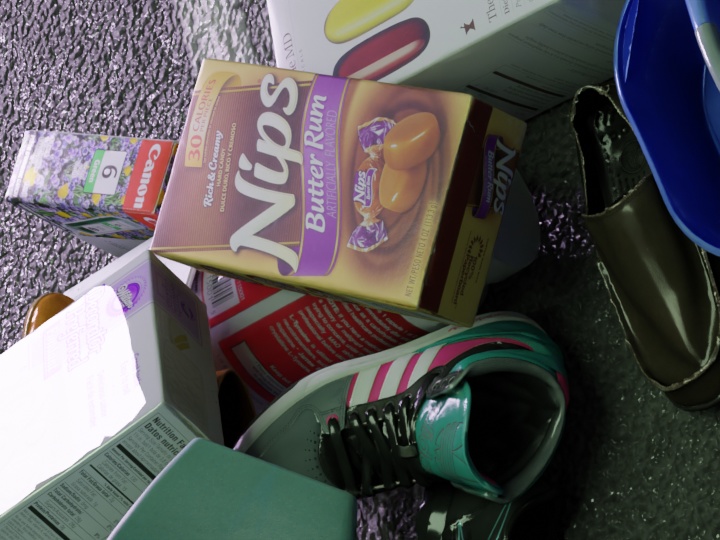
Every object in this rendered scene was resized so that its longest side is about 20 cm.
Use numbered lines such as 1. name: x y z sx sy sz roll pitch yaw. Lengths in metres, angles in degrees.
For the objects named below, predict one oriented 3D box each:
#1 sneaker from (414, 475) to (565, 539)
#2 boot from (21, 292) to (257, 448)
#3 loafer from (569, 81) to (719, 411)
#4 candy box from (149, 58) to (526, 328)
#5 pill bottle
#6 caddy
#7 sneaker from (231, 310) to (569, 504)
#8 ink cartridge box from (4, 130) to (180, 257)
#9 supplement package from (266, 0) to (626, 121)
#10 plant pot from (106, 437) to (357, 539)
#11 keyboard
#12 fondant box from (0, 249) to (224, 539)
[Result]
1. sneaker: 0.064 0.201 1.640 0.079 0.075 0.201 1 80 39
2. boot: -0.120 0.081 1.729 0.144 0.071 0.202 -32 61 37
3. loafer: 0.150 -0.016 1.621 0.073 0.071 0.201 -35 58 30
4. candy box: -0.015 -0.044 1.635 0.199 0.056 0.117 10 83 41
5. pill bottle: 0.000 0.000 1.720 0.200 0.112 0.113 -28 62 32
6. caddy: 0.212 -0.093 1.563 0.141 0.105 0.201 -37 57 27
7. sneaker: 0.029 0.092 1.618 0.199 0.084 0.121 -26 17 -9
8. ink cartridge box: -0.108 -0.040 1.823 0.199 0.109 0.051 7 75 42
9. supplement package: 0.057 -0.147 1.709 0.200 0.109 0.114 -26 63 34
10. plant pot: -0.077 0.199 1.493 0.141 0.142 0.201 20 65 8
11. keyboard: -0.141 0.014 1.807 0.200 0.011 0.057 -29 46 56
12. fondant box: -0.171 0.098 1.650 0.200 0.058 0.145 -34 32 15
